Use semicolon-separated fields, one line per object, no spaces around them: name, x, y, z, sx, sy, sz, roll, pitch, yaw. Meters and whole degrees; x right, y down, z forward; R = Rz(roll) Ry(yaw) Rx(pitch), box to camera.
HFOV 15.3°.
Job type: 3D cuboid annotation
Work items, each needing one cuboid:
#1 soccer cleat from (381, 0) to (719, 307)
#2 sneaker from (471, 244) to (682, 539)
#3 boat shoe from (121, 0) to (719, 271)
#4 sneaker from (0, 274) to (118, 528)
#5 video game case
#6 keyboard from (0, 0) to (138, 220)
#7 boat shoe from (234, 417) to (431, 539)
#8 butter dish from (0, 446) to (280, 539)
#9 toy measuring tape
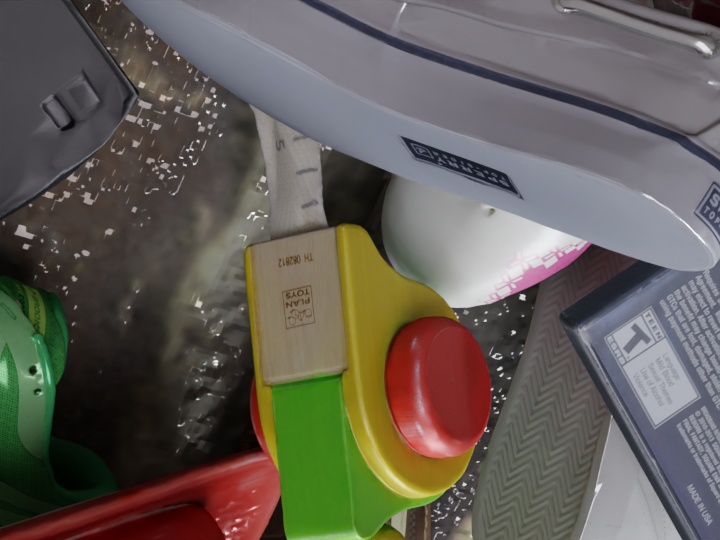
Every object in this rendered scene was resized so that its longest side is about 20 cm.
soccer cleat;0.070;-0.059;0.781;0.200;0.086;0.070;-41;80;23
sneaker;0.118;0.015;0.869;0.115;0.074;0.201;11;107;-40
boat shoe;0.024;-0.063;0.732;0.066;0.199;0.074;-60;157;-13
sneaker;-0.136;0.015;0.813;0.083;0.074;0.200;-28;129;-3
video game case;0.176;0.018;0.818;0.200;0.019;0.143;-34;110;-7
keyboard;-0.131;-0.114;0.749;0.104;0.040;0.200;-30;107;15
boat shoe;-0.005;0.113;0.903;0.075;0.075;0.203;-10;121;-44
butter dish;-0.099;0.172;0.808;0.199;0.148;0.200;-15;149;-36
toy measuring tape;0.000;0.000;0.805;0.073;0.074;0.201;-5;83;-9
